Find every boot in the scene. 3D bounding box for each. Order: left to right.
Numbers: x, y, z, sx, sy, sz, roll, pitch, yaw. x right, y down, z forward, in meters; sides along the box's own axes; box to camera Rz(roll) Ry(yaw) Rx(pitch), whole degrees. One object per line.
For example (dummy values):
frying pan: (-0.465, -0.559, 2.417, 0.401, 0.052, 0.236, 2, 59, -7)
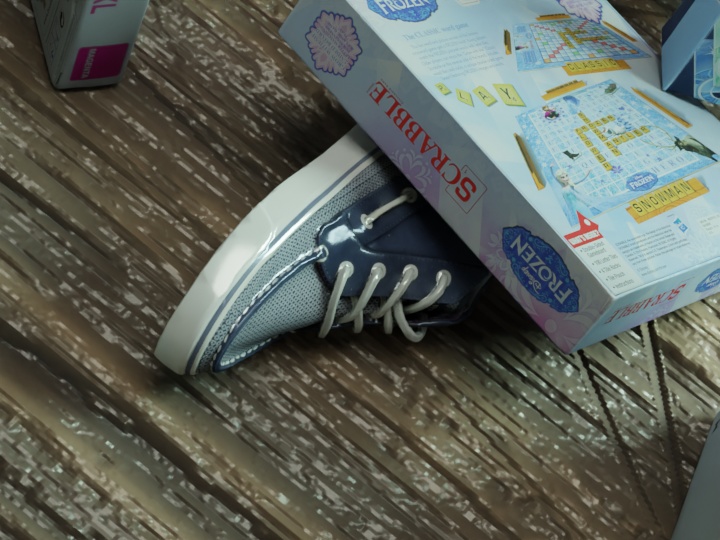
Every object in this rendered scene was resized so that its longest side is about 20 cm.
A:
boot: (0.000, 0.000, 1.256, 0.090, 0.073, 0.200, 38, 49, 9)

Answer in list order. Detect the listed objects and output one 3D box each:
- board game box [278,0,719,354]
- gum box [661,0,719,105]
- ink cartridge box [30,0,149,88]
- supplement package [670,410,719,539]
board game box: (0.089, -0.064, 1.314, 0.200, 0.041, 0.200, 49, 32, 16)
gum box: (0.266, -0.122, 1.330, 0.200, 0.170, 0.045, 15, 53, -14)
ink cartridge box: (-0.135, -0.199, 1.316, 0.042, 0.119, 0.200, -6, 59, -23)
supplement package: (0.215, 0.089, 1.195, 0.111, 0.200, 0.156, 27, 51, -1)
